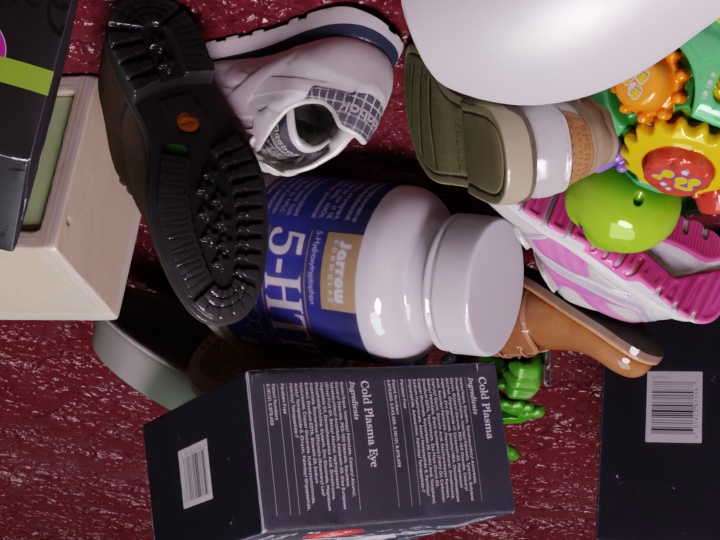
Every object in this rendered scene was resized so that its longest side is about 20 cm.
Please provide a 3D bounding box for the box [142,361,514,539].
[{"bbox_3d":[-0.027,0.133,1.097,0.182,0.104,0.200,-1,166,-27],"label":"box"}]

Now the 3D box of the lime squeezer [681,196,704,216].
[{"bbox_3d":[0.197,-0.058,1.026,0.070,0.038,0.200,21,152,-24],"label":"lime squeezer"}]

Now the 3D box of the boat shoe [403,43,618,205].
[{"bbox_3d":[0.077,-0.082,0.897,0.068,0.200,0.075,-9,113,-13],"label":"boat shoe"}]

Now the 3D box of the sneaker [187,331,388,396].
[{"bbox_3d":[-0.045,0.073,1.206,0.200,0.071,0.113,-24,148,-32],"label":"sneaker"}]

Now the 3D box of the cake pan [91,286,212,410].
[{"bbox_3d":[-0.124,0.074,1.268,0.200,0.037,0.200,27,-170,-5],"label":"cake pan"}]

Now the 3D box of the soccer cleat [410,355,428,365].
[{"bbox_3d":[0.004,0.095,1.343,0.073,0.068,0.200,14,168,-11],"label":"soccer cleat"}]

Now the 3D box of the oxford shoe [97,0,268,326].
[{"bbox_3d":[-0.107,-0.056,0.961,0.072,0.201,0.084,-8,162,-26],"label":"oxford shoe"}]

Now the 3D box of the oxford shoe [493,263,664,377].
[{"bbox_3d":[0.118,0.035,1.105,0.200,0.071,0.071,28,-168,39],"label":"oxford shoe"}]

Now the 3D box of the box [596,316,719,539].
[{"bbox_3d":[0.238,0.141,1.216,0.104,0.201,0.182,0,152,14],"label":"box"}]

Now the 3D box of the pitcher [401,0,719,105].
[{"bbox_3d":[0.113,-0.169,0.757,0.199,0.121,0.172,-13,123,25],"label":"pitcher"}]

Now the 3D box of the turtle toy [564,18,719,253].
[{"bbox_3d":[0.174,-0.081,0.896,0.145,0.101,0.200,19,153,-5],"label":"turtle toy"}]

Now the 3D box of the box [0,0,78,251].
[{"bbox_3d":[-0.272,-0.119,0.919,0.199,0.149,0.124,13,153,-10],"label":"box"}]

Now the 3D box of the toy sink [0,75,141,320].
[{"bbox_3d":[-0.259,-0.049,1.085,0.199,0.131,0.112,1,153,18],"label":"toy sink"}]

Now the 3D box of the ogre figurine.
[{"bbox_3d":[0.095,0.069,1.226,0.098,0.120,0.200,1,155,6],"label":"ogre figurine"}]

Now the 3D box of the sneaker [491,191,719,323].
[{"bbox_3d":[0.134,-0.025,1.025,0.200,0.081,0.088,39,151,-9],"label":"sneaker"}]

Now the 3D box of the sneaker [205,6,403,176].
[{"bbox_3d":[-0.062,-0.094,0.987,0.076,0.081,0.200,27,151,-36],"label":"sneaker"}]

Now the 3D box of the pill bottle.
[{"bbox_3d":[0.000,0.000,1.078,0.199,0.120,0.120,6,156,28],"label":"pill bottle"}]
